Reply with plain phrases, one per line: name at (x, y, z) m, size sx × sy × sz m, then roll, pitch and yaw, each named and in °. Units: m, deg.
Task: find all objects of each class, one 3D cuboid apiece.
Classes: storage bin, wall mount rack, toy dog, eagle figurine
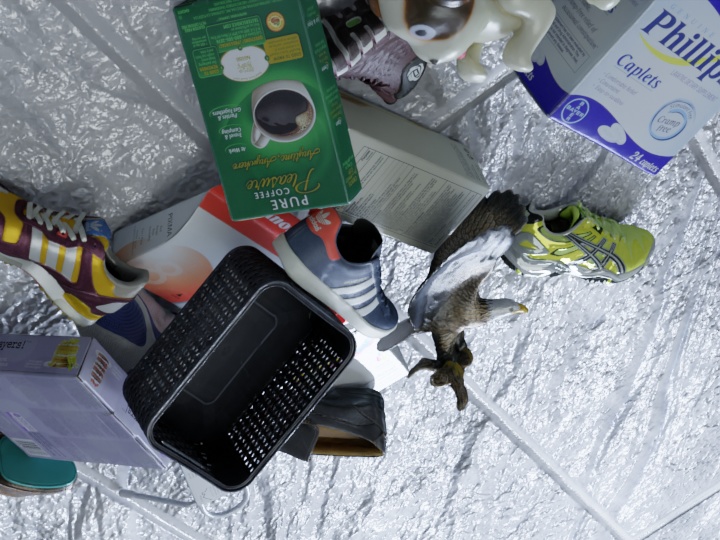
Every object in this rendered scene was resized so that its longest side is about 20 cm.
storage bin at (-0.118, 0.095, 1.335) m, size 0.135 × 0.094 × 0.200 m, roll 38°, pitch 92°, yaw -33°
wall mount rack at (-0.208, 0.220, 1.596) m, size 0.172 × 0.075 × 0.201 m, roll -23°, pitch 138°, yaw -9°
toy dog at (0.104, -0.255, 1.180) m, size 0.199 × 0.139 × 0.195 m, roll -35°, pitch 121°, yaw -30°
eagle figurine at (0.108, 0.021, 1.456) m, size 0.150 × 0.151 × 0.202 m, roll -12°, pitch 115°, yaw -31°

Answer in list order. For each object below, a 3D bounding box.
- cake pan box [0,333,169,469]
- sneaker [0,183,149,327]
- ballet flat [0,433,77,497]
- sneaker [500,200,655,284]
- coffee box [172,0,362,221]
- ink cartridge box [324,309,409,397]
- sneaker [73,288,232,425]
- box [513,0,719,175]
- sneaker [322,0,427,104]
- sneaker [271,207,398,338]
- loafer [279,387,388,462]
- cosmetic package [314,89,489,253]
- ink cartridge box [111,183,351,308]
cake pan box at (-0.307, 0.137, 1.407) m, size 0.182 × 0.053 × 0.200 m, roll 2°, pitch 145°, yaw 27°
sneaker at (-0.284, -0.034, 1.281) m, size 0.090 × 0.075 × 0.200 m, roll -30°, pitch 131°, yaw 18°
ballet flat at (-0.410, 0.213, 1.503) m, size 0.199 × 0.069 × 0.067 m, roll 18°, pitch 143°, yaw -31°
sneaker at (0.257, -0.035, 1.562) m, size 0.198 × 0.076 × 0.077 m, roll -3°, pitch 134°, yaw -26°
coffee box at (-0.080, -0.149, 1.204) m, size 0.122 × 0.044 × 0.202 m, roll -9°, pitch 108°, yaw 21°
ink cartridge box at (-0.041, 0.072, 1.527) m, size 0.116 × 0.068 × 0.200 m, roll -31°, pitch 138°, yaw 8°
sneaker at (-0.213, 0.071, 1.435) m, size 0.080 × 0.115 × 0.199 m, roll -42°, pitch 106°, yaw 11°
box at (0.285, -0.223, 1.364) m, size 0.183 × 0.105 × 0.200 m, roll 21°, pitch 120°, yaw -40°
sneaker at (-0.009, -0.184, 1.283) m, size 0.198 × 0.076 × 0.116 m, roll -26°, pitch 141°, yaw -1°
sneaker at (0.000, 0.000, 1.354) m, size 0.084 × 0.075 × 0.200 m, roll -40°, pitch 145°, yaw 10°
loafer at (-0.064, 0.177, 1.523) m, size 0.198 × 0.073 × 0.073 m, roll -5°, pitch 140°, yaw -12°
cosmetic package at (0.022, -0.099, 1.383) m, size 0.199 × 0.071 × 0.105 m, roll 21°, pitch 123°, yaw -39°
ink cartridge box at (-0.123, -0.016, 1.362) m, size 0.199 × 0.051 × 0.162 m, roll -18°, pitch 146°, yaw 32°
